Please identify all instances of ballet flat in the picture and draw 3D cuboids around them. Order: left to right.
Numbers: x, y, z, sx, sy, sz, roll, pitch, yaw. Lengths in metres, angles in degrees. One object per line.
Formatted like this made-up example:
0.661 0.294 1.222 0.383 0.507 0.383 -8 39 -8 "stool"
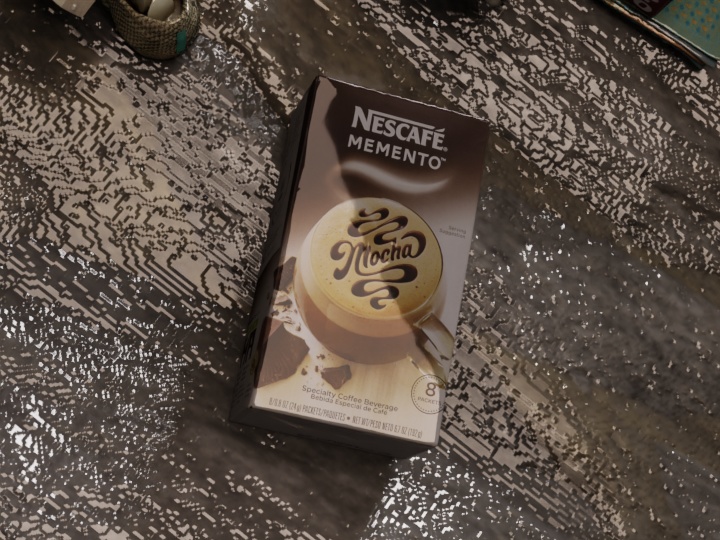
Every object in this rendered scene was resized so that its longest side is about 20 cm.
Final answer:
-0.154 -0.222 0.954 0.068 0.075 0.200 -30 87 -16 "ballet flat"

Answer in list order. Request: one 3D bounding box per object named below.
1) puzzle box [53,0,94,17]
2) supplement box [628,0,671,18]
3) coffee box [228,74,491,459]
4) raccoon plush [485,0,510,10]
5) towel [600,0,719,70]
-0.145 -0.260 0.898 0.133 0.025 0.200 43 99 21 "puzzle box"
0.211 -0.278 1.048 0.109 0.061 0.200 37 71 -1 "supplement box"
0.000 0.000 0.943 0.113 0.080 0.200 13 75 -11 "coffee box"
0.078 -0.264 1.005 0.134 0.097 0.200 32 73 1 "raccoon plush"
0.186 -0.244 1.077 0.200 0.022 0.147 32 71 -4 "towel"
